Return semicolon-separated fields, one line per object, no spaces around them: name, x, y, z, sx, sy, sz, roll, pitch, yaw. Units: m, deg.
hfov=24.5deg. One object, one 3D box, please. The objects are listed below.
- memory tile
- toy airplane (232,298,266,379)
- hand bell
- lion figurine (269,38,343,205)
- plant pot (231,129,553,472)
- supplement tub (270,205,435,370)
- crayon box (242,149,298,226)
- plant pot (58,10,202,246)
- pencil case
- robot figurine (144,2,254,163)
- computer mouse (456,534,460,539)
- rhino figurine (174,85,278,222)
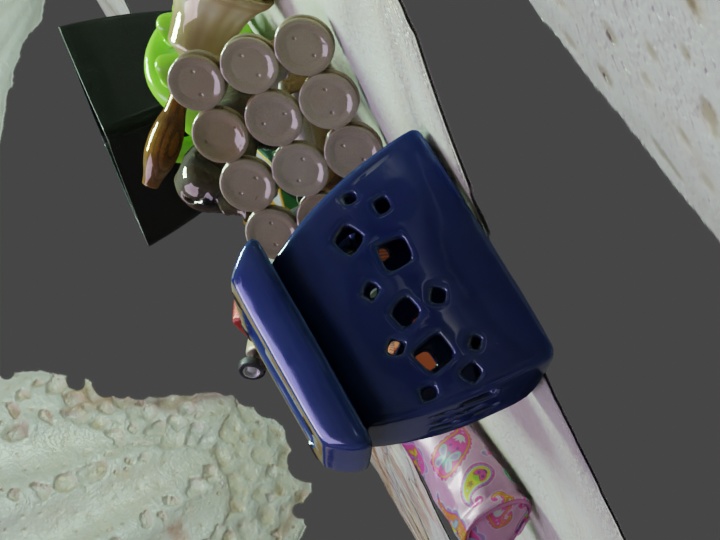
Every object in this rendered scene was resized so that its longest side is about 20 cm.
memory tile;-0.060;-0.107;1.376;0.201;0.153;0.017;64;-158;-24
toy airplane;-0.018;0.080;1.772;0.200;0.199;0.141;55;135;13
hand bell;-0.160;-0.169;1.509;0.104;0.201;0.104;20;-164;-6
lion figurine;-0.048;-0.133;1.446;0.072;0.123;0.201;10;125;25
plant pot;0.014;0.040;1.256;0.201;0.179;0.200;59;172;10
supplement tub;-0.001;0.033;1.490;0.200;0.122;0.123;41;162;41
crayon box;-0.097;-0.097;1.868;0.126;0.051;0.200;44;158;34
plant pot;-0.218;-0.186;1.926;0.200;0.177;0.200;76;170;-50
pencil case;0.097;0.193;1.692;0.200;0.087;0.088;55;172;40
robot figurine;-0.144;-0.191;1.659;0.200;0.115;0.176;51;-144;-72
computer mouse;0.162;0.305;1.750;0.200;0.034;0.059;44;-156;-33
rhino figurine;-0.105;-0.129;1.527;0.087;0.201;0.060;15;149;11
